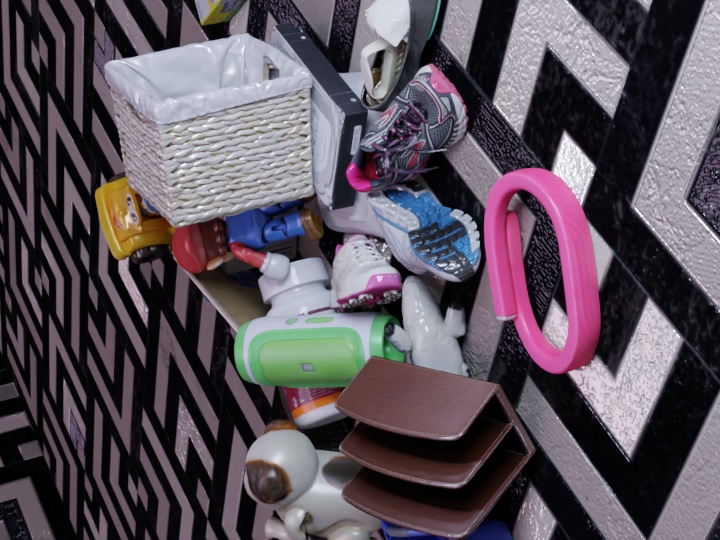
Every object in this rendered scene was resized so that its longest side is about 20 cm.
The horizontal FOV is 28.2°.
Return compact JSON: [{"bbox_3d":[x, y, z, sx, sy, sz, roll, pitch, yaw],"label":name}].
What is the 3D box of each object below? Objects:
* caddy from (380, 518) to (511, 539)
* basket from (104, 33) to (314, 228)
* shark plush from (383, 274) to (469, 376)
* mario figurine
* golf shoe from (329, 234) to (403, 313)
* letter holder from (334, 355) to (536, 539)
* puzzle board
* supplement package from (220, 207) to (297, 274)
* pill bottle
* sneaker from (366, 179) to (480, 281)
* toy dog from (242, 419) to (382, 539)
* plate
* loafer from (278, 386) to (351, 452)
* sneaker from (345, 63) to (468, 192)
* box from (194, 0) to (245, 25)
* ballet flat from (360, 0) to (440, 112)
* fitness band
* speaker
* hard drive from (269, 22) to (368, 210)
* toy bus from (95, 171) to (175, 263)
[{"bbox_3d":[0.083,0.284,1.637,0.200,0.104,0.143,-22,84,65],"label":"caddy"},{"bbox_3d":[-0.177,-0.168,1.693,0.198,0.198,0.162,38,137,54],"label":"basket"},{"bbox_3d":[0.096,0.103,1.615,0.201,0.090,0.083,60,179,-14],"label":"shark plush"},{"bbox_3d":[-0.145,-0.050,1.824,0.124,0.198,0.106,-89,-23,-52],"label":"mario figurine"},{"bbox_3d":[0.000,0.000,1.695,0.200,0.075,0.093,160,105,-74],"label":"golf shoe"},{"bbox_3d":[0.057,0.187,1.516,0.199,0.142,0.101,9,139,49],"label":"letter holder"},{"bbox_3d":[-0.157,0.043,1.927,0.017,0.200,0.151,-48,69,12],"label":"puzzle board"},{"bbox_3d":[-0.154,-0.115,1.936,0.114,0.109,0.202,47,143,47],"label":"supplement package"},{"bbox_3d":[-0.061,0.094,1.845,0.110,0.109,0.202,-40,67,63],"label":"pill bottle"},{"bbox_3d":[0.076,-0.027,1.556,0.200,0.074,0.087,-132,26,-55],"label":"sneaker"},{"bbox_3d":[-0.056,0.276,1.797,0.194,0.199,0.140,-39,30,48],"label":"toy dog"},{"bbox_3d":[-0.018,-0.137,1.727,0.199,0.032,0.202,14,115,63],"label":"plate"},{"bbox_3d":[-0.060,0.211,1.968,0.071,0.072,0.201,97,155,-58],"label":"loafer"},{"bbox_3d":[0.049,-0.140,1.514,0.081,0.074,0.200,53,148,12],"label":"sneaker"},{"bbox_3d":[-0.182,-0.419,1.916,0.200,0.048,0.118,154,101,-68],"label":"box"},{"bbox_3d":[0.038,-0.244,1.507,0.068,0.068,0.201,53,147,38],"label":"ballet flat"},{"bbox_3d":[0.174,0.001,1.382,0.143,0.037,0.202,13,115,63],"label":"fitness band"},{"bbox_3d":[-0.050,0.096,1.734,0.198,0.088,0.089,-4,102,24],"label":"speaker"},{"bbox_3d":[-0.057,-0.185,1.707,0.200,0.038,0.141,56,148,40],"label":"hard drive"},{"bbox_3d":[-0.260,-0.105,2.079,0.192,0.199,0.137,-28,78,57],"label":"toy bus"}]
